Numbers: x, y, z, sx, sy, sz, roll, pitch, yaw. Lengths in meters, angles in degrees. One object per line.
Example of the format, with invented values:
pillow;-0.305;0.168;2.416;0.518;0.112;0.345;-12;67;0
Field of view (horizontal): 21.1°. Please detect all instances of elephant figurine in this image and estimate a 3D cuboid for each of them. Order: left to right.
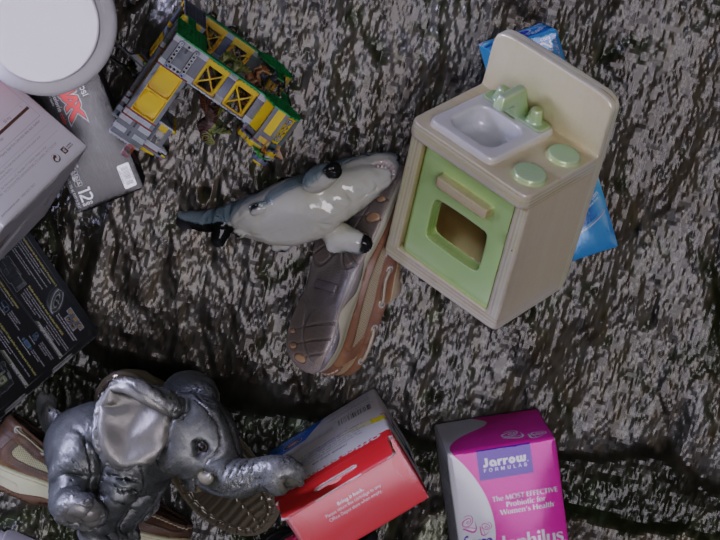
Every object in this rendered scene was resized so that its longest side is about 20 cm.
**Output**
elephant figurine;-0.162;0.142;1.615;0.200;0.142;0.155;-36;114;20

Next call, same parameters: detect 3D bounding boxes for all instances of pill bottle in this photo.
pill bottle;-0.245;-0.194;1.504;0.111;0.200;0.113;-1;99;-7

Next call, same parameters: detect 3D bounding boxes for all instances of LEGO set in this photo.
LEGO set;-0.136;-0.134;1.607;0.153;0.200;0.116;32;105;-23

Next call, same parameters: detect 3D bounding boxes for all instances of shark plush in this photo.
shark plush;-0.062;-0.052;1.680;0.199;0.084;0.091;-22;121;26

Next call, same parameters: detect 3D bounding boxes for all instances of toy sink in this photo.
toy sink;0.114;-0.076;1.612;0.130;0.112;0.201;36;132;26

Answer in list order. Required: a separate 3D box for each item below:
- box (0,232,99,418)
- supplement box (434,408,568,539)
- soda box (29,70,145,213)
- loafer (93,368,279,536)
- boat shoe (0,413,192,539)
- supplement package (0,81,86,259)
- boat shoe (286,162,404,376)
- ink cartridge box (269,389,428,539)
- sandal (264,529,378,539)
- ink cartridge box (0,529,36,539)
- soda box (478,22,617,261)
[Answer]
box;-0.339;0.021;1.644;0.160;0.043;0.201;-44;106;-38
supplement box;0.132;0.238;1.746;0.100;0.103;0.201;-9;100;-2
soda box;-0.249;-0.155;1.648;0.063;0.071;0.201;-20;102;-1
loafer;-0.147;0.153;1.718;0.200;0.068;0.076;44;107;-9
boat shoe;-0.236;0.187;1.719;0.201;0.075;0.075;23;93;-9
supplement package;-0.348;-0.103;1.569;0.200;0.120;0.121;40;140;-1
boat shoe;0.000;0.000;1.709;0.072;0.076;0.201;23;90;-43
ink cartridge box;-0.011;0.181;1.670;0.116;0.200;0.067;-31;102;2
sandal;-0.081;0.263;1.749;0.199;0.075;0.045;-17;91;1
ink cartridge box;-0.303;0.357;1.740;0.145;0.084;0.201;24;99;-9
soda box;0.164;-0.111;1.695;0.064;0.068;0.201;-18;102;-1
